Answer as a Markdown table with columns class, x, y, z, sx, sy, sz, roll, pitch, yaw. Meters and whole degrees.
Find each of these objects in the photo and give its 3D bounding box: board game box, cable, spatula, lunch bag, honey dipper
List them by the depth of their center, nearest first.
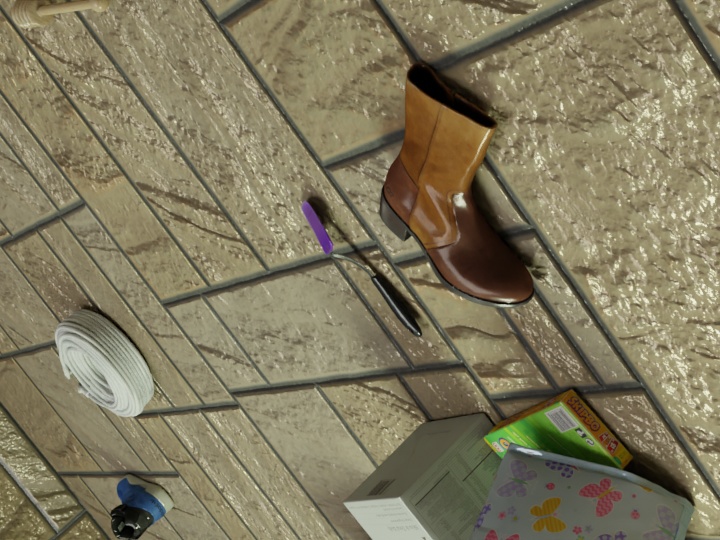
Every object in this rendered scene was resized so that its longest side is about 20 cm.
| class | x | y | z | sx | sy | sz | roll | pitch | yaw |
| --- | --- | --- | --- | --- | --- | --- | --- | --- | --- |
| lunch bag | 0.223 | 0.290 | 1.565 | 0.200 | 0.170 | 0.127 | 9 | 153 | 32 |
| board game box | 0.207 | 0.190 | 1.651 | 0.096 | 0.030 | 0.200 | 48 | 152 | -1 |
| spatula | 0.000 | 0.000 | 1.716 | 0.200 | 0.021 | 0.057 | 45 | 167 | 2 |
| honey dipper | -0.356 | -0.315 | 1.826 | 0.200 | 0.038 | 0.038 | 4 | 130 | 52 |
| cable | -0.422 | 0.155 | 2.536 | 0.200 | 0.069 | 0.200 | 32 | 149 | 29 |

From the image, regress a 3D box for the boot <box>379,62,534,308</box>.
| class | x | y | z | sx | sy | sz | roll | pitch | yaw |
| --- | --- | --- | --- | --- | --- | --- | --- | --- | --- |
| boot | 0.105 | -0.076 | 1.432 | 0.188 | 0.068 | 0.200 | 46 | 148 | 23 |

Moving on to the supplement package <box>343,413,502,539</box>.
| class | x | y | z | sx | sy | sz | roll | pitch | yaw |
| --- | --- | --- | --- | --- | --- | --- | --- | --- | --- |
| supplement package | 0.118 | 0.295 | 1.791 | 0.200 | 0.151 | 0.152 | 52 | 154 | -9 |

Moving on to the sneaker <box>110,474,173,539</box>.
| class | x | y | z | sx | sy | sz | roll | pitch | yaw |
| --- | --- | --- | --- | --- | --- | --- | --- | --- | --- |
| sneaker | -0.446 | 0.458 | 2.940 | 0.200 | 0.111 | 0.077 | 4 | 130 | 56 |
